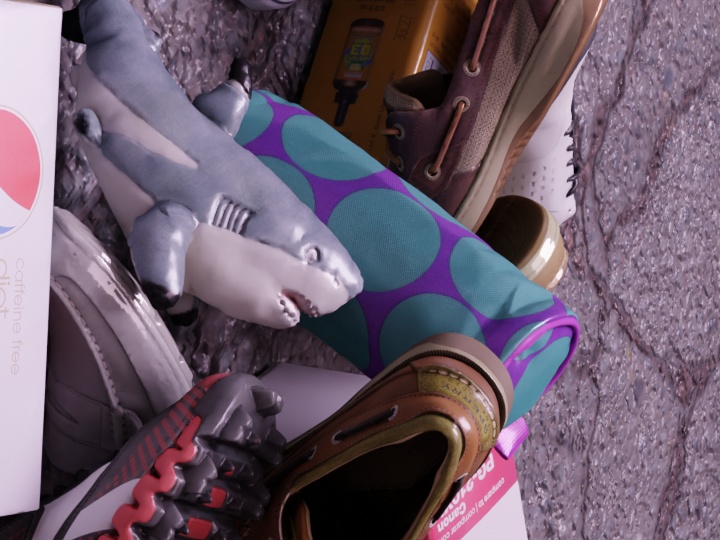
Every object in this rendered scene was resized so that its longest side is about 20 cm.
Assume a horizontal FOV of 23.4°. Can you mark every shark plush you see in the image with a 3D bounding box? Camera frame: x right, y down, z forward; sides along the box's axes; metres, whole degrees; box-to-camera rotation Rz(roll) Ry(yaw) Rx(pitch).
[{"bbox_3d":[-0.077,-0.061,0.751,0.201,0.083,0.091,63,-3,18],"label":"shark plush"}]

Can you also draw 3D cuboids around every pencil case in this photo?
[{"bbox_3d":[0.000,0.000,0.792,0.085,0.200,0.093,-39,156,-31],"label":"pencil case"}]

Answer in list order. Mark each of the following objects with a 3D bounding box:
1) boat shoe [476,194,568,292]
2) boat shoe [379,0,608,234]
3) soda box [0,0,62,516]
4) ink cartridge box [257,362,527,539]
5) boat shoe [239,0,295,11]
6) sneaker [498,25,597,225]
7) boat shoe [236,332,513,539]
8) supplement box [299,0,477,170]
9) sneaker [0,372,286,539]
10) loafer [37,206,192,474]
[{"bbox_3d":[0.061,0.017,0.895,0.063,0.201,0.073,38,65,-10],"label":"boat shoe"},{"bbox_3d":[0.043,-0.070,0.834,0.201,0.072,0.072,-60,-178,29],"label":"boat shoe"},{"bbox_3d":[-0.164,-0.006,0.670,0.068,0.063,0.202,-2,96,-56],"label":"soda box"},{"bbox_3d":[0.008,0.160,0.875,0.084,0.144,0.201,-36,123,-46],"label":"ink cartridge box"},{"bbox_3d":[-0.036,-0.225,0.825,0.072,0.065,0.202,-14,106,-55],"label":"boat shoe"},{"bbox_3d":[0.092,-0.073,0.940,0.200,0.080,0.074,116,-8,-51],"label":"sneaker"},{"bbox_3d":[-0.017,0.107,0.729,0.200,0.072,0.068,-52,-179,29],"label":"boat shoe"},{"bbox_3d":[0.023,-0.122,0.929,0.069,0.066,0.201,43,60,-53],"label":"supplement box"},{"bbox_3d":[-0.113,0.115,0.708,0.201,0.098,0.071,-54,148,-1],"label":"sneaker"},{"bbox_3d":[-0.107,0.060,0.754,0.070,0.070,0.201,-31,129,-13],"label":"loafer"}]
